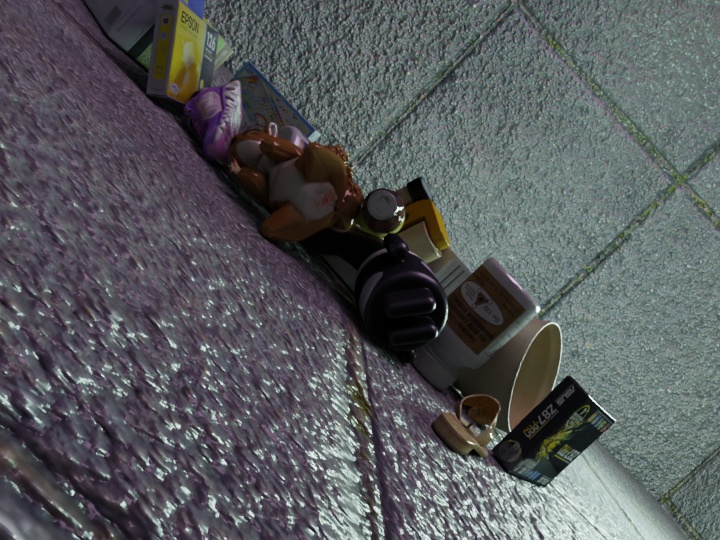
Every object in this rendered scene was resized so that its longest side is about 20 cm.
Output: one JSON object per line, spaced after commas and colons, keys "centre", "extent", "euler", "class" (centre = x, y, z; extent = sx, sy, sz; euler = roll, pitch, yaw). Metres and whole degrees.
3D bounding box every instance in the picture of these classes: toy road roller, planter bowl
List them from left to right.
{"centre": [0.102, -0.060, 1.531], "extent": [0.146, 0.123, 0.200], "euler": [52, 19, -40], "class": "toy road roller"}
{"centre": [0.236, 0.164, 1.400], "extent": [0.135, 0.201, 0.200], "euler": [18, -10, 32], "class": "planter bowl"}

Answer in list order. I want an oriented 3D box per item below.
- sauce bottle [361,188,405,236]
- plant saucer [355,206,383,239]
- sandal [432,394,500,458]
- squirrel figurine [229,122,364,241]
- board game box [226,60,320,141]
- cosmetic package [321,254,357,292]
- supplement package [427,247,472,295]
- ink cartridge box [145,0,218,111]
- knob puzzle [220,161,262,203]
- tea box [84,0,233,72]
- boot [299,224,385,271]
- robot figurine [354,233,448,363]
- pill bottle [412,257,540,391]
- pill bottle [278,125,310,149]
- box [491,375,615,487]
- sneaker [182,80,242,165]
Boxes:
{"centre": [0.035, -0.086, 1.203], "extent": [0.066, 0.066, 0.200], "euler": [46, -1, 2], "class": "sauce bottle"}
{"centre": [-0.028, -0.104, 1.394], "extent": [0.200, 0.031, 0.200], "euler": [52, -4, 5], "class": "plant saucer"}
{"centre": [0.155, 0.197, 1.094], "extent": [0.078, 0.070, 0.212], "euler": [48, 7, 19], "class": "sandal"}
{"centre": [-0.097, -0.135, 1.210], "extent": [0.200, 0.142, 0.187], "euler": [10, 20, -48], "class": "squirrel figurine"}
{"centre": [-0.191, -0.282, 1.588], "extent": [0.200, 0.134, 0.034], "euler": [48, 7, 14], "class": "board game box"}
{"centre": [0.000, 0.000, 1.416], "extent": [0.200, 0.052, 0.151], "euler": [49, 9, 22], "class": "cosmetic package"}
{"centre": [0.143, 0.039, 1.603], "extent": [0.111, 0.156, 0.200], "euler": [46, 6, -13], "class": "supplement package"}
{"centre": [-0.277, -0.361, 1.329], "extent": [0.047, 0.200, 0.198], "euler": [11, 3, 8], "class": "ink cartridge box"}
{"centre": [-0.155, -0.134, 1.334], "extent": [0.219, 0.030, 0.220], "euler": [33, 18, -12], "class": "knob puzzle"}
{"centre": [-0.365, -0.445, 1.495], "extent": [0.197, 0.134, 0.200], "euler": [38, 10, -45], "class": "tea box"}
{"centre": [-0.003, -0.048, 1.299], "extent": [0.200, 0.074, 0.076], "euler": [24, 36, -20], "class": "boot"}
{"centre": [0.058, 0.040, 1.201], "extent": [0.125, 0.150, 0.200], "euler": [30, 11, -16], "class": "robot figurine"}
{"centre": [0.168, 0.086, 1.283], "extent": [0.114, 0.200, 0.114], "euler": [45, 7, -7], "class": "pill bottle"}
{"centre": [-0.094, -0.160, 1.521], "extent": [0.200, 0.116, 0.116], "euler": [41, 8, -33], "class": "pill bottle"}
{"centre": [0.297, 0.249, 1.265], "extent": [0.049, 0.161, 0.200], "euler": [50, 7, 33], "class": "box"}
{"centre": [-0.233, -0.228, 1.285], "extent": [0.200, 0.088, 0.081], "euler": [-93, -174, -53], "class": "sneaker"}
